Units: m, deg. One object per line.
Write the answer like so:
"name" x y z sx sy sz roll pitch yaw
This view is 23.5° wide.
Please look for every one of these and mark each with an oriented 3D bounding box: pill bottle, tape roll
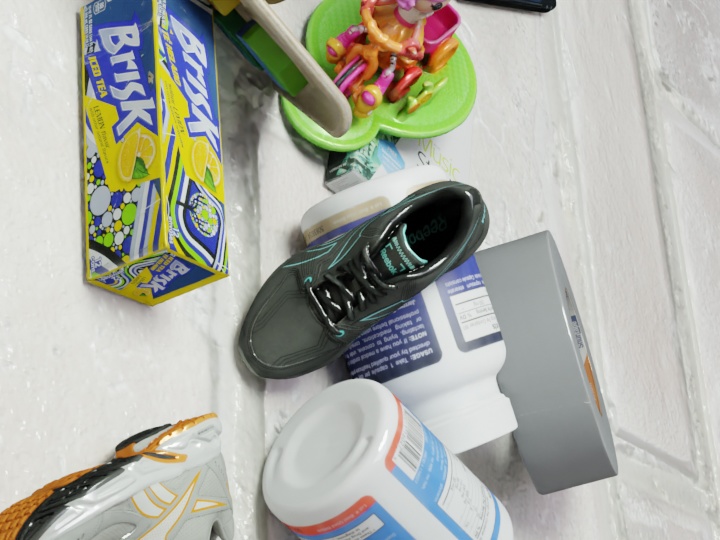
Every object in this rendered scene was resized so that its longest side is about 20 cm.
"pill bottle" 0.034 0.174 1.170 0.200 0.111 0.113 47 38 -30
"pill bottle" 0.039 0.035 1.256 0.115 0.115 0.202 -11 81 -57
"tape roll" 0.148 0.073 1.375 0.200 0.065 0.203 -16 90 -80

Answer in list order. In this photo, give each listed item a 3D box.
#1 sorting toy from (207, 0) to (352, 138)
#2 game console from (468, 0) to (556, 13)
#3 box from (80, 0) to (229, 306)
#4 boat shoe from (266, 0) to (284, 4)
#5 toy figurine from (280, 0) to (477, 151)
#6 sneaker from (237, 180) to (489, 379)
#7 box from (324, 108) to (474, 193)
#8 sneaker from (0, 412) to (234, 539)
"sorting toy" -0.091 -0.187 1.197 0.201 0.036 0.185 54 -4 -25
"game console" 0.155 -0.355 1.661 0.199 0.116 0.178 -5 75 -56
"box" -0.134 -0.086 1.114 0.064 0.070 0.202 26 51 -50
"boat shoe" -0.108 -0.288 1.275 0.201 0.073 0.063 47 42 -18
"toy figurine" 0.043 -0.203 1.298 0.150 0.184 0.200 45 50 9
"sneaker" 0.000 0.000 1.160 0.076 0.199 0.079 53 -5 2
"box" 0.037 -0.112 1.415 0.144 0.036 0.202 40 40 -36
"sneaker" -0.129 0.151 0.982 0.199 0.075 0.093 -26 97 -57
